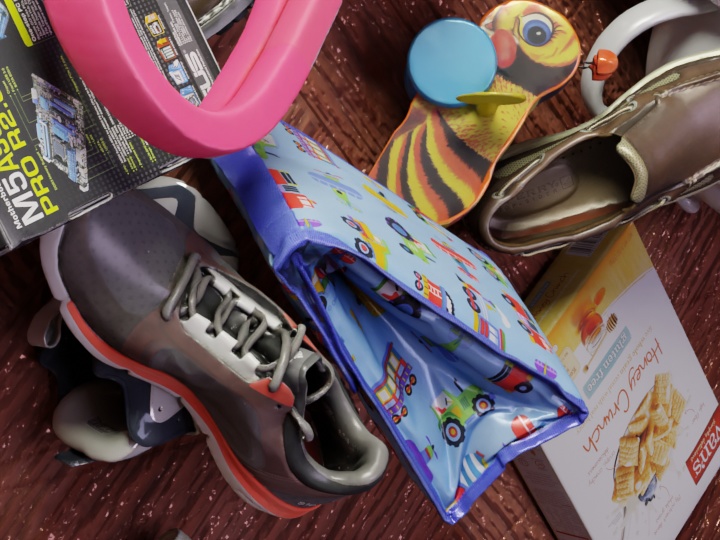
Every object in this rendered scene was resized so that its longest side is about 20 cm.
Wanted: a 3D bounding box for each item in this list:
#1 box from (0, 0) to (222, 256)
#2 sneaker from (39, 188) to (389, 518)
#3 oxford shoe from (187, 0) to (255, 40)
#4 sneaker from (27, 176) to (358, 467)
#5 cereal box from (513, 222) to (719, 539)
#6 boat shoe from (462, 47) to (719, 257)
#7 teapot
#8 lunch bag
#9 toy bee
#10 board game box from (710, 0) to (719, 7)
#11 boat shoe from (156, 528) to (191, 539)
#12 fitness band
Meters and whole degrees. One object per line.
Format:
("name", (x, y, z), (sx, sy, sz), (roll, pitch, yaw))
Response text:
("box", (-0.147, -0.117, 0.867), (0.160, 0.044, 0.200), (-33, 99, -50))
("sneaker", (-0.055, 0.028, 0.943), (0.200, 0.082, 0.077), (48, 54, -27))
("oxford shoe", (-0.098, -0.139, 0.987), (0.084, 0.073, 0.200), (53, 55, -27))
("sneaker", (-0.086, 0.067, 1.021), (0.130, 0.079, 0.199), (-49, 127, -28))
("cereal box", (0.153, 0.087, 1.302), (0.144, 0.039, 0.200), (-52, 129, -28))
("boat shoe", (0.153, -0.058, 1.175), (0.202, 0.075, 0.075), (-27, 105, 6))
("teapot", (0.238, -0.096, 1.293), (0.200, 0.146, 0.197), (44, 14, 0))
("lunch bag", (0.000, 0.000, 1.026), (0.094, 0.151, 0.200), (-40, 123, 7))
("toy bee", (0.076, -0.103, 1.131), (0.131, 0.109, 0.200), (-65, 175, -72))
("board game box", (0.212, -0.255, 1.226), (0.200, 0.199, 0.043), (-49, 172, -30))
("boat shoe", (-0.132, 0.205, 1.012), (0.062, 0.072, 0.200), (51, 53, -9))
("fitness band", (-0.068, -0.134, 0.883), (0.144, 0.037, 0.200), (58, 36, -30))
